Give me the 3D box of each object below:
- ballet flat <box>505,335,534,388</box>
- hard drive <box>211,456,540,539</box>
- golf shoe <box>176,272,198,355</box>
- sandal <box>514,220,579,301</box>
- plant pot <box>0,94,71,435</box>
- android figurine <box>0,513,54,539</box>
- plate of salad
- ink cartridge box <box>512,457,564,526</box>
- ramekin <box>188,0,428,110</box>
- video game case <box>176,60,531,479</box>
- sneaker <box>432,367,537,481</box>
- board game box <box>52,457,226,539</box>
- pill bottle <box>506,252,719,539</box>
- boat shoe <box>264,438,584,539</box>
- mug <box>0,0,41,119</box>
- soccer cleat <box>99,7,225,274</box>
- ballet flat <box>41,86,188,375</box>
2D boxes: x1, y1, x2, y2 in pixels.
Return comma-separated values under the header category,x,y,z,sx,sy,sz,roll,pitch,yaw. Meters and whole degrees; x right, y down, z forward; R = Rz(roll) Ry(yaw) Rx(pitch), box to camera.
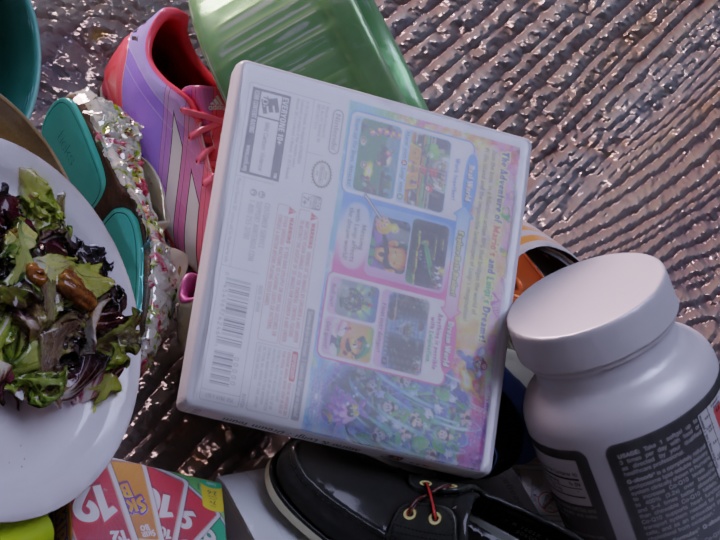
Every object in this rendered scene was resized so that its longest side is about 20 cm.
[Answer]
category,x,y,z,sx,sy,sz,roll,pitch,yaw
ballet flat,0.128,0.089,1.430,0.199,0.065,0.071,25,83,8
hard drive,0.024,0.160,1.340,0.199,0.026,0.132,-6,53,-38
golf shoe,-0.016,0.003,1.347,0.199,0.092,0.075,-32,37,-13
sandal,0.118,0.013,1.520,0.079,0.059,0.207,-8,46,-40
plant pot,-0.223,-0.008,1.201,0.199,0.027,0.201,17,65,-40
android figurine,-0.240,0.090,1.195,0.182,0.041,0.200,49,38,9
plate of salad,-0.182,0.024,1.179,0.199,0.048,0.201,17,65,-40
ink cartridge box,0.147,0.164,1.455,0.199,0.050,0.162,2,51,-15
ramekin,-0.026,-0.116,1.452,0.201,0.097,0.200,62,6,-12
video game case,0.000,0.000,1.312,0.181,0.024,0.201,14,72,-18
sneaker,0.019,0.050,1.394,0.078,0.070,0.200,-10,42,-46
board game box,-0.110,0.188,1.222,0.095,0.030,0.201,16,47,-27
pill bottle,0.159,0.100,1.338,0.116,0.115,0.201,-50,125,-51
boat shoe,0.044,0.141,1.305,0.201,0.063,0.074,28,41,-4
mug,-0.268,-0.099,1.280,0.151,0.114,0.186,16,78,-39
soccer cleat,-0.093,-0.066,1.431,0.066,0.077,0.201,-8,59,-43
ballet flat,-0.133,-0.022,1.363,0.064,0.076,0.201,14,48,-40
